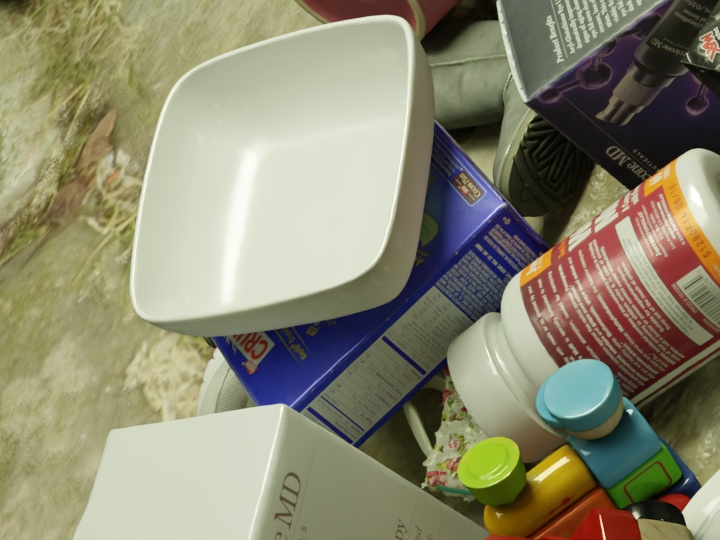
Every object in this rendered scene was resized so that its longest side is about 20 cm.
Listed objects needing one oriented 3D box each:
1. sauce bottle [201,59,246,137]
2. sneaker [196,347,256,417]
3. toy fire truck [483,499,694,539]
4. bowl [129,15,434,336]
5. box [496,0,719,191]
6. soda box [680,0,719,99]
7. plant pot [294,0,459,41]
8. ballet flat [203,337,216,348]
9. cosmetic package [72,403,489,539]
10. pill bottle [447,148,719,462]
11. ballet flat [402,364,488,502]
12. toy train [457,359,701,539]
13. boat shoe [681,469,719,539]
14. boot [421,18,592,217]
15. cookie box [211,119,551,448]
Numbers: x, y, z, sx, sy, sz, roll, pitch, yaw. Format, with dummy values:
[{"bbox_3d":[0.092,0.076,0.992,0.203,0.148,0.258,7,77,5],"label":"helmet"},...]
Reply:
[{"bbox_3d":[-0.039,-0.069,1.642,0.065,0.200,0.065,-33,37,30],"label":"sauce bottle"},{"bbox_3d":[-0.033,0.066,1.631,0.200,0.081,0.088,-47,35,12],"label":"sneaker"},{"bbox_3d":[0.070,0.208,1.273,0.129,0.199,0.176,-98,27,-43],"label":"toy fire truck"},{"bbox_3d":[-0.039,-0.049,1.485,0.199,0.075,0.201,-11,58,30],"label":"bowl"},{"bbox_3d":[0.209,-0.154,1.479,0.200,0.148,0.105,-37,40,25],"label":"box"},{"bbox_3d":[0.267,-0.082,1.310,0.071,0.200,0.063,24,79,53],"label":"soda box"},{"bbox_3d":[0.031,-0.267,1.706,0.200,0.200,0.179,4,57,50],"label":"plant pot"},{"bbox_3d":[-0.082,0.008,1.680,0.200,0.072,0.072,101,-175,-66],"label":"ballet flat"},{"bbox_3d":[-0.055,0.203,1.446,0.166,0.200,0.168,-11,55,43],"label":"cosmetic package"},{"bbox_3d":[0.155,0.025,1.429,0.200,0.109,0.110,-36,40,23],"label":"pill bottle"},{"bbox_3d":[0.055,0.063,1.535,0.064,0.076,0.200,-7,46,-2],"label":"ballet flat"},{"bbox_3d":[0.089,0.144,1.372,0.200,0.116,0.085,-36,37,-1],"label":"toy train"},{"bbox_3d":[0.253,0.101,1.298,0.200,0.072,0.069,-46,52,6],"label":"boat shoe"},{"bbox_3d":[0.079,-0.111,1.655,0.200,0.073,0.182,3,51,42],"label":"boot"},{"bbox_3d":[0.000,0.000,1.534,0.200,0.075,0.171,-43,42,5],"label":"cookie box"}]
